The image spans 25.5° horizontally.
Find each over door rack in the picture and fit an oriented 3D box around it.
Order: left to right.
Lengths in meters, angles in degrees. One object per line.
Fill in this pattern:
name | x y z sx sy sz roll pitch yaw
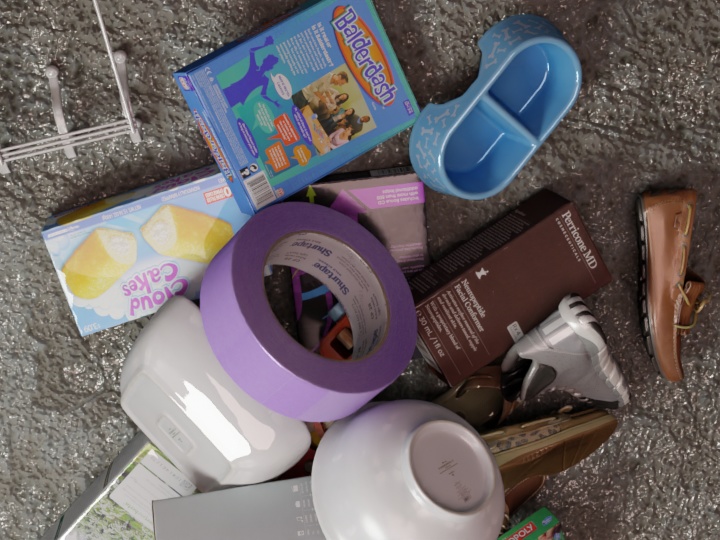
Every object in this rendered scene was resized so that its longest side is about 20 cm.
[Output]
over door rack | -0.298 -0.196 1.497 0.148 0.067 0.200 -14 128 -1

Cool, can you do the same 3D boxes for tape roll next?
tape roll | -0.047 0.037 1.483 0.200 0.200 0.066 35 136 -14

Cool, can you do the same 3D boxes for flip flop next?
flip flop | 0.129 0.129 1.644 0.200 0.058 0.081 -41 106 7

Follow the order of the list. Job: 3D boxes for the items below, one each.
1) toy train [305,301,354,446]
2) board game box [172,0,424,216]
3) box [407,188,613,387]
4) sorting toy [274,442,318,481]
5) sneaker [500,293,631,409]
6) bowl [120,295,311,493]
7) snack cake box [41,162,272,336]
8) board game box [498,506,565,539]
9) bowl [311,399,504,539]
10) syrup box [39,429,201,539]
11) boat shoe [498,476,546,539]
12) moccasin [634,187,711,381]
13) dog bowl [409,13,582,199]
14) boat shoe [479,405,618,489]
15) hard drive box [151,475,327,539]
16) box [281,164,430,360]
toy train | 0.010 0.135 1.578 0.150 0.056 0.200 -41 88 17
board game box | -0.056 -0.165 1.513 0.200 0.045 0.152 -30 107 -18
box | 0.139 0.017 1.584 0.200 0.075 0.100 -34 111 -8
sorting toy | -0.052 0.272 1.664 0.200 0.070 0.199 33 101 -14
sneaker | 0.197 0.103 1.599 0.115 0.075 0.200 -32 143 2
bowl | -0.153 0.135 1.532 0.200 0.200 0.075 47 62 1
snack cake box | -0.198 -0.024 1.565 0.200 0.067 0.115 -18 106 0
board game box | 0.165 0.347 1.664 0.135 0.029 0.200 -32 135 -12
bowl | 0.061 0.198 1.473 0.201 0.201 0.090 31 140 -13
syrup box | -0.249 0.255 1.636 0.079 0.081 0.200 41 100 -13
boat shoe | 0.121 0.269 1.648 0.200 0.072 0.076 -35 140 -19
moccasin | 0.322 0.015 1.625 0.078 0.074 0.202 -3 97 4
dog bowl | 0.136 -0.154 1.544 0.111 0.050 0.200 37 94 -31
boat shoe | 0.172 0.175 1.638 0.200 0.063 0.073 -15 145 -23
hard drive box | -0.091 0.275 1.546 0.200 0.077 0.156 -9 145 -3
box | 0.000 0.000 1.606 0.143 0.036 0.200 -7 108 -3
